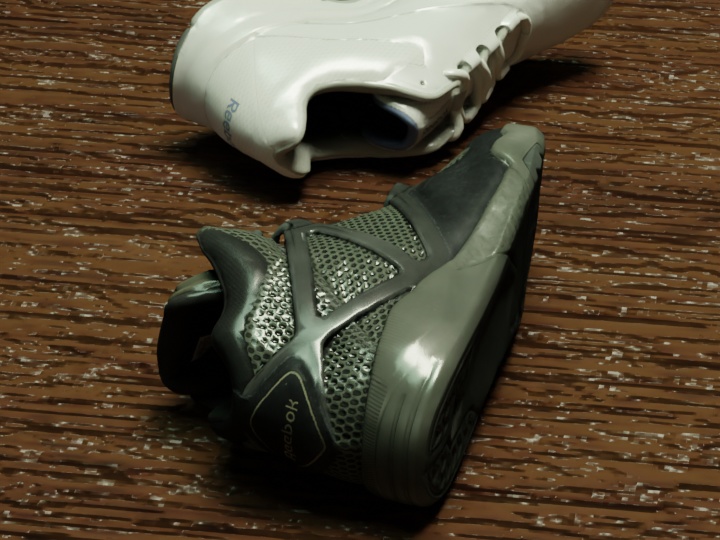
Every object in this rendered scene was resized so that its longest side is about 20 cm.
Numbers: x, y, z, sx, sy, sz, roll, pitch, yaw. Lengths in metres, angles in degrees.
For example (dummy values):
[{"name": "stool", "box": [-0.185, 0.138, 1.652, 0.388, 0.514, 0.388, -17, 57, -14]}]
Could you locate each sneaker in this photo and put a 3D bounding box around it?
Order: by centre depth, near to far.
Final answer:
[{"name": "sneaker", "box": [0.000, 0.000, 0.969, 0.114, 0.077, 0.200, 13, 36, 13]}, {"name": "sneaker", "box": [0.024, -0.083, 1.149, 0.199, 0.075, 0.087, -22, 46, -22]}]
